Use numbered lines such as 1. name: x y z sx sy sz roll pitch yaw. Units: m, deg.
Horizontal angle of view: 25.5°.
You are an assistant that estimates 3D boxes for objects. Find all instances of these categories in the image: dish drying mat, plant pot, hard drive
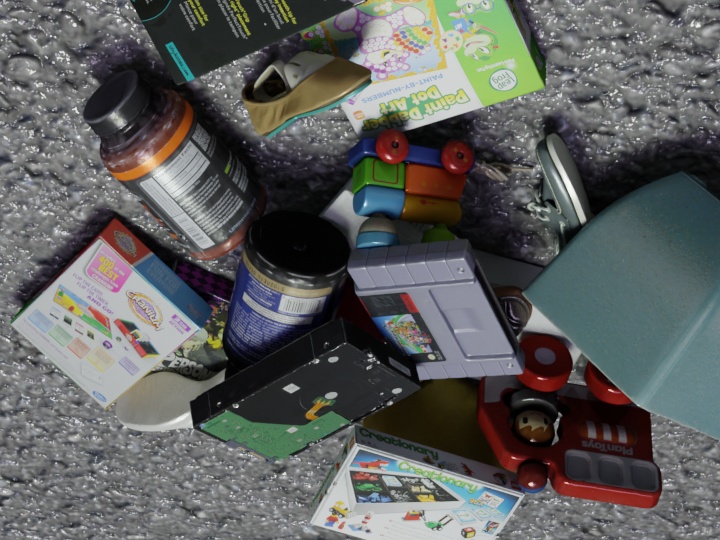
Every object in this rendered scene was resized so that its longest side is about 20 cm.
1. dish drying mat: -0.037 0.086 1.728 0.077 0.018 0.200 42 134 -3
2. plant pot: 0.324 0.021 1.597 0.195 0.196 0.201 22 108 -47
3. hard drive: -0.057 0.126 1.624 0.199 0.038 0.139 -31 142 23
4. plant pot: 0.079 0.192 1.836 0.199 0.200 0.143 -21 104 25

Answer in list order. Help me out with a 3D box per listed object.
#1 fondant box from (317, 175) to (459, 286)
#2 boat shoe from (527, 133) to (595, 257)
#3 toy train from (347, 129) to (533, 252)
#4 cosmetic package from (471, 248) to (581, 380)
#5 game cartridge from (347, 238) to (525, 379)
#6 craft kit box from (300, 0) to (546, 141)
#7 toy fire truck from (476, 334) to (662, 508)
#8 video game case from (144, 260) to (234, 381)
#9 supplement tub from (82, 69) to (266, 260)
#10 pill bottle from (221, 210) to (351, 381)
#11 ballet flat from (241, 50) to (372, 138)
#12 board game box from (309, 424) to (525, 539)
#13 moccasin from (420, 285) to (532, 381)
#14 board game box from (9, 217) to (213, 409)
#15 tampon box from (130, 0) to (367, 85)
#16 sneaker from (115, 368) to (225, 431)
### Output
1. fondant box: 0.000 0.000 1.694 0.144 0.058 0.200 38 132 -6
2. boat shoe: 0.206 -0.057 1.641 0.061 0.073 0.200 -15 136 14
3. toy train: 0.085 -0.064 1.593 0.199 0.117 0.085 8 165 -19
4. cosmetic package: 0.151 0.056 1.770 0.199 0.052 0.151 15 135 -8
5. game cartridge: 0.077 0.045 1.593 0.129 0.039 0.200 -9 140 20
6. craft kit box: 0.051 -0.230 1.512 0.199 0.049 0.198 -16 133 20
7. toy fire truck: 0.225 0.173 1.724 0.198 0.169 0.113 9 133 -4
8. video game case: -0.161 0.091 1.849 0.199 0.036 0.182 24 130 -16
9. supplement tub: -0.190 -0.110 1.609 0.106 0.107 0.200 -23 127 26
10. pill bottle: -0.082 0.047 1.648 0.111 0.112 0.201 13 127 -6
11. ballet flat: -0.061 -0.174 1.517 0.063 0.069 0.200 57 149 -10
12. board game box: 0.060 0.246 1.704 0.199 0.035 0.127 19 123 -16
13. moccasin: 0.102 0.067 1.709 0.074 0.078 0.201 45 128 -12
14. board game box: -0.282 0.052 1.789 0.153 0.040 0.200 44 128 -12
15. tampon box: -0.095 -0.280 1.393 0.199 0.126 0.151 -20 109 24
16. sneaker: -0.184 0.163 1.852 0.198 0.076 0.089 -9 144 13
